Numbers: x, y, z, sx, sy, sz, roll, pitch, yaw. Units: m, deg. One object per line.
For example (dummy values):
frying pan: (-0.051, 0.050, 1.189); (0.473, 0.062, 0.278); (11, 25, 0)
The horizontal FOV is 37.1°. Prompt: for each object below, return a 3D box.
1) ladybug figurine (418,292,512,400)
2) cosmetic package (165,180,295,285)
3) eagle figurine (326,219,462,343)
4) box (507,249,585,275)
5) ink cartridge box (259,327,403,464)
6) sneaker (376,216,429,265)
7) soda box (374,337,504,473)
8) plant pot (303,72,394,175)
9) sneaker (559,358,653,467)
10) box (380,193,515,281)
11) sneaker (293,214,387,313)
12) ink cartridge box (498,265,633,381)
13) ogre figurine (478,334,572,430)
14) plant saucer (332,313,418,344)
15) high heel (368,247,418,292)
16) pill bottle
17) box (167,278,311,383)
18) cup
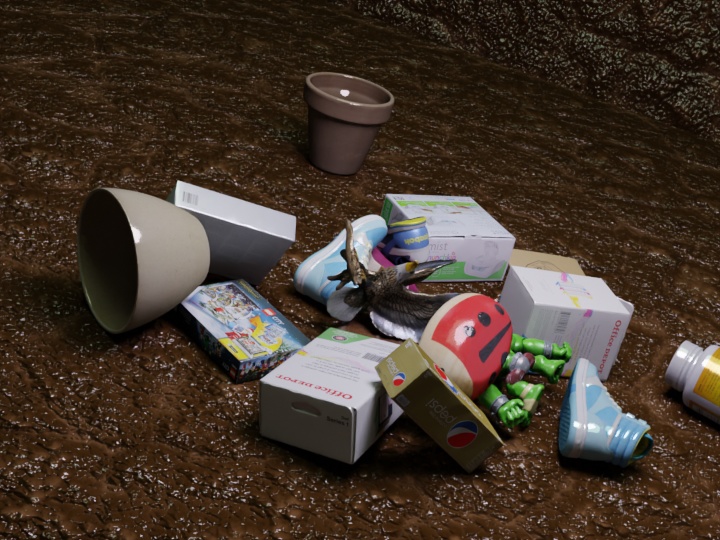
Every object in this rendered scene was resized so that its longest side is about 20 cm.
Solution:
ladybug figurine: (0.153, 0.108, 1.499); (0.071, 0.137, 0.200); (-7, 31, 46)
cosmetic package: (-0.219, -0.054, 1.674); (0.197, 0.151, 0.052); (16, 53, -23)
eagle figurine: (0.058, 0.026, 1.649); (0.198, 0.154, 0.150); (21, -7, -31)
box: (0.360, 0.019, 2.034); (0.160, 0.022, 0.201); (10, 27, -12)
ink cartridge box: (-0.027, 0.162, 1.433); (0.142, 0.086, 0.200); (12, 23, 24)
sneaker: (0.062, -0.040, 1.894); (0.073, 0.084, 0.199); (-18, 1, -21)
soda box: (0.104, 0.178, 1.396); (0.200, 0.064, 0.068); (47, 7, -37)
plant pot: (-0.040, -0.307, 2.290); (0.196, 0.177, 0.201); (12, 26, -6)
sneaker: (0.360, 0.214, 1.565); (0.128, 0.081, 0.201); (16, 35, 5)
box: (0.157, -0.063, 2.000); (0.197, 0.098, 0.177); (0, 30, -30)
sneaker: (0.000, 0.000, 1.768); (0.199, 0.080, 0.130); (-40, 57, -23)
ink cartridge box: (0.334, 0.088, 1.758); (0.196, 0.131, 0.126); (8, 26, -17)
ogre figurine: (0.227, 0.149, 1.602); (0.119, 0.099, 0.201); (26, 61, 23)
plant saucer: (0.040, 0.118, 1.642); (0.196, 0.037, 0.201); (12, 25, -6)
high heel: (0.039, 0.007, 1.861); (0.096, 0.068, 0.200); (38, -2, -31)
pill bottle: (0.590, 0.193, 1.710); (0.198, 0.111, 0.109); (30, 29, 27)
box: (-0.178, 0.085, 1.583); (0.135, 0.038, 0.199); (-9, 34, -40)
cup: (-0.300, -0.022, 1.535); (0.141, 0.203, 0.200); (-9, 34, -37)
